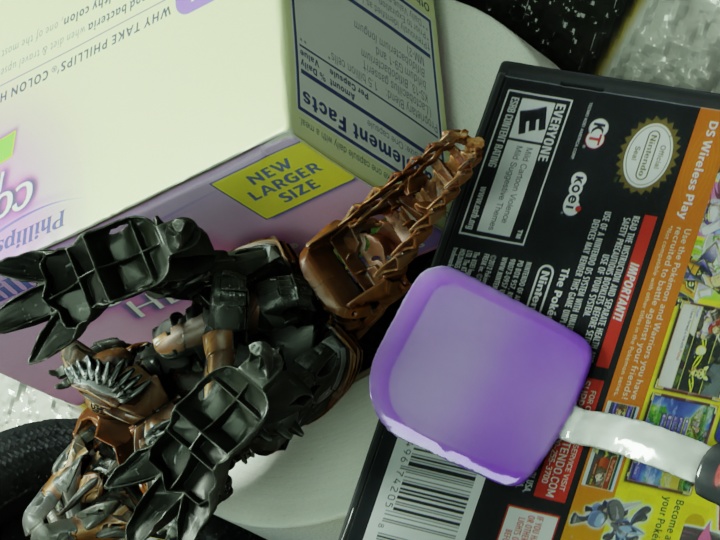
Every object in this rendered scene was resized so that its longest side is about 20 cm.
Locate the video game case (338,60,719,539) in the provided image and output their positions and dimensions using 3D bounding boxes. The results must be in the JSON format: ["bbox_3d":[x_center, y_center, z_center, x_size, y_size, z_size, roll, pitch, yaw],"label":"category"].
[{"bbox_3d":[0.095,0.041,0.888,0.180,0.025,0.201,11,74,30],"label":"video game case"}]

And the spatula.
[{"bbox_3d":[0.091,0.055,0.855,0.200,0.021,0.057,22,75,31],"label":"spatula"}]

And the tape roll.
[{"bbox_3d":[0.000,0.000,1.010,0.202,0.037,0.203,-17,60,31],"label":"tape roll"}]

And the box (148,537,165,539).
[{"bbox_3d":[-0.010,0.142,0.960,0.199,0.064,0.070,8,98,28],"label":"box"}]

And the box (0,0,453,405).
[{"bbox_3d":[-0.069,-0.082,1.014,0.176,0.097,0.201,-24,55,29],"label":"box"}]

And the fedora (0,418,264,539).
[{"bbox_3d":[-0.123,0.158,1.095,0.092,0.200,0.201,-11,88,63],"label":"fedora"}]

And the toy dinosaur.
[{"bbox_3d":[-0.044,0.022,0.921,0.102,0.136,0.200,33,106,21],"label":"toy dinosaur"}]
